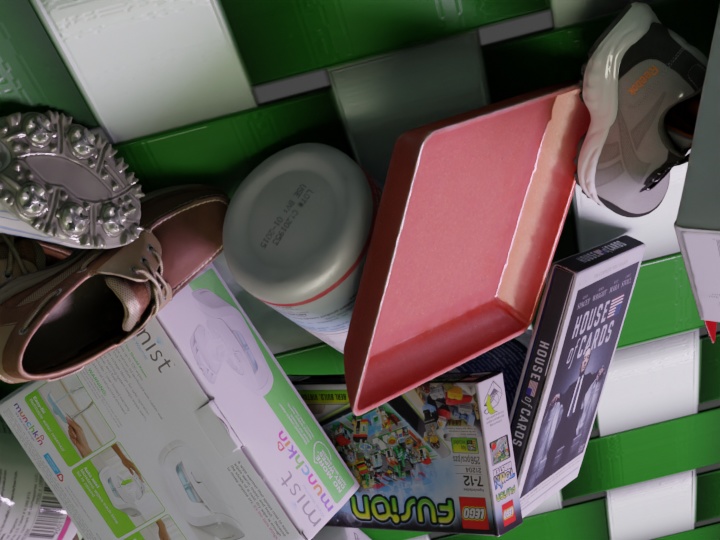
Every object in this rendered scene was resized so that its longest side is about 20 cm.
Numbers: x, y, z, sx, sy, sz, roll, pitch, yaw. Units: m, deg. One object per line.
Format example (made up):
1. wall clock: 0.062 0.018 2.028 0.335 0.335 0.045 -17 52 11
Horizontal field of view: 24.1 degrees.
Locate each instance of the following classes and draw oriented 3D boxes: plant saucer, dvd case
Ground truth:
1. plant saucer: 0.066 -0.025 1.079 0.199 0.037 0.201 -23 135 -47
2. dvd case: 0.153 0.080 1.255 0.150 0.025 0.202 -19 127 -60

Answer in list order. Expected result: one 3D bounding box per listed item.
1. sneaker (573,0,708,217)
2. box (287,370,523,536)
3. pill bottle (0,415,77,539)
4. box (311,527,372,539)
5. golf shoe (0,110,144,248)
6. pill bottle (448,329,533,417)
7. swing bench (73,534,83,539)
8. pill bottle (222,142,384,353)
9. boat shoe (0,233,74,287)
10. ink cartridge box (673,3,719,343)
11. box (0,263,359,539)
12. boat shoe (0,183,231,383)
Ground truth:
1. sneaker: 0.187 -0.086 1.085 0.074 0.079 0.200 -48 156 -15
2. box: 0.020 0.131 1.220 0.199 0.111 0.035 -4 -173 38
3. pill bottle: -0.320 0.157 1.297 0.199 0.114 0.113 13 142 -37
4. box: -0.058 0.371 1.747 0.199 0.132 0.199 -20 149 13
5. golf shoe: -0.230 -0.056 1.029 0.199 0.079 0.097 19 156 -34
6. pill bottle: 0.085 0.110 1.317 0.116 0.116 0.199 -37 167 37
7. swing bench: -0.157 0.290 1.500 0.129 0.201 0.198 -29 146 28
8. pill bottle: 0.000 0.000 1.152 0.108 0.110 0.200 -24 150 19
9. boat shoe: -0.240 0.000 1.108 0.074 0.076 0.199 -32 153 25
10. ink cartridge box: 0.257 -0.072 1.022 0.083 0.202 0.176 7 158 21
11. box: -0.133 0.127 1.218 0.176 0.201 0.097 -33 -178 31
12. boat shoe: -0.154 0.013 1.080 0.200 0.072 0.076 -37 123 -23
